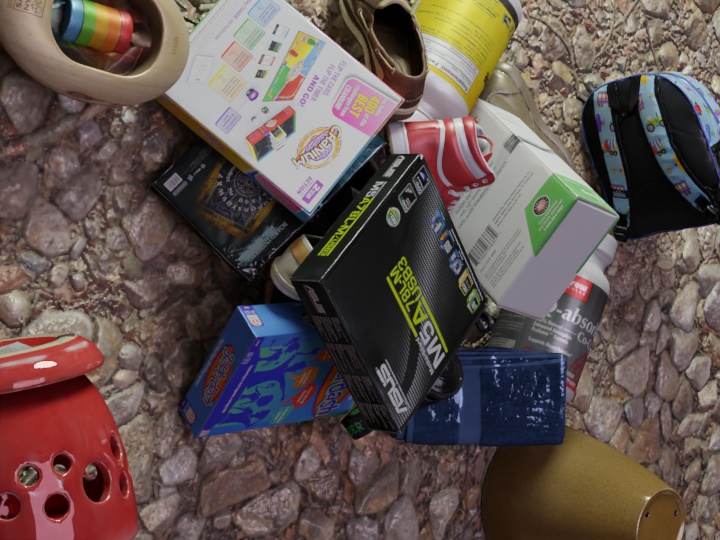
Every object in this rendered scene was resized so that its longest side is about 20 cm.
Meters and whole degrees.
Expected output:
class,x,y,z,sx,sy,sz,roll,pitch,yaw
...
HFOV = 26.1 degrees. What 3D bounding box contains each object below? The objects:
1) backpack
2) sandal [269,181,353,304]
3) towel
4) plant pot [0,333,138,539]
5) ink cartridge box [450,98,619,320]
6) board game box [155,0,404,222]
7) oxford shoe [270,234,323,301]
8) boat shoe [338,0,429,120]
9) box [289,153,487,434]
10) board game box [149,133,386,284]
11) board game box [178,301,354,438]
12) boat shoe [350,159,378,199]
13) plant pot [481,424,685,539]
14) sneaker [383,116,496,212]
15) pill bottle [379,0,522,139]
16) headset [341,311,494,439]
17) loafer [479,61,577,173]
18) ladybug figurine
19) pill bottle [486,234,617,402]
class,x,y,z,sx,sy,sz,roll,pitch,yaw
backpack,0.371,-0.153,1.897,0.134,0.182,0.200,-32,104,-43
sandal,-0.053,-0.023,1.575,0.048,0.075,0.201,-33,132,-68
towel,0.132,0.141,1.727,0.199,0.049,0.112,1,97,-2
plant pot,-0.302,0.155,1.325,0.200,0.200,0.183,-14,97,-39
ink cartridge box,0.160,-0.068,1.670,0.084,0.200,0.146,17,116,-43
board game box,-0.082,-0.168,1.496,0.200,0.040,0.153,40,77,-3
oxford shoe,0.000,0.000,1.541,0.200,0.075,0.058,6,131,-44
boat shoe,0.031,-0.254,1.581,0.075,0.075,0.203,-6,61,-21
box,0.034,0.021,1.508,0.193,0.047,0.200,-53,131,-37
board game box,-0.089,-0.103,1.525,0.135,0.028,0.200,46,77,-6
board game box,-0.065,0.094,1.565,0.200,0.045,0.152,-6,140,-41
boat shoe,-0.043,-0.136,1.598,0.072,0.066,0.200,-54,126,-22
plant pot,0.280,0.285,1.848,0.186,0.200,0.187,-7,101,-42
sneaker,0.087,-0.083,1.624,0.112,0.071,0.200,-10,142,-2
pill bottle,0.084,-0.223,1.668,0.112,0.112,0.200,43,69,-36
headset,0.057,0.099,1.634,0.200,0.123,0.094,-35,90,-19
loafer,0.182,-0.145,1.796,0.067,0.076,0.200,-45,112,-27
ladybug figurine,-0.250,-0.218,1.398,0.200,0.072,0.136,17,81,-38
pill bottle,0.225,0.046,1.824,0.116,0.116,0.200,30,75,-40
